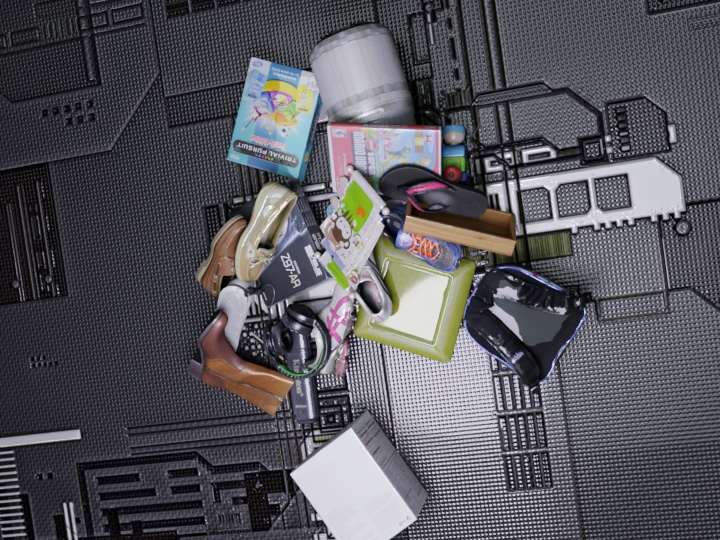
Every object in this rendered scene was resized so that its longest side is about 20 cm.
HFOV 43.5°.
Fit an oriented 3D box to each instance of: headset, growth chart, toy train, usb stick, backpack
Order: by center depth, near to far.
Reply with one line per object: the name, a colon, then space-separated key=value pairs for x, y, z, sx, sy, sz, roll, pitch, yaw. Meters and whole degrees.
growth chart: x=-0.019 y=-0.071 z=1.599 sx=0.145 sy=0.018 sz=0.202 roll=42 pitch=121 yaw=33
backpack: x=0.282 y=0.080 z=1.603 sx=0.189 sy=0.154 sz=0.201 roll=32 pitch=93 yaw=1
toy train: x=0.102 y=-0.206 z=1.666 sx=0.197 sy=0.085 sz=0.118 roll=-1 pitch=82 yaw=14
headset: x=-0.141 y=0.109 z=1.677 sx=0.123 sy=0.094 sz=0.201 roll=-40 pitch=77 yaw=16
usb stick: x=-0.116 y=0.197 z=1.759 sx=0.055 sy=0.033 sz=0.203 roll=-7 pitch=92 yaw=12

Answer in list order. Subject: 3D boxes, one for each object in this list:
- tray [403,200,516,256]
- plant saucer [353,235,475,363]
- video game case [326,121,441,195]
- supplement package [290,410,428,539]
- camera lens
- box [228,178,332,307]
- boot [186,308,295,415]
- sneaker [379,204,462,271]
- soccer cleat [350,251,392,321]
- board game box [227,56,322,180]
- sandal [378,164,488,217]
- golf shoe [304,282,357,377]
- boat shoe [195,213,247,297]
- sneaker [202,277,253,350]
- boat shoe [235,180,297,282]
tray: x=0.178 y=-0.086 z=1.621 sx=0.197 sy=0.099 sz=0.037 roll=12 pitch=124 yaw=0
plant saucer: x=0.097 y=0.056 z=1.695 sx=0.197 sy=0.048 sz=0.203 roll=16 pitch=97 yaw=11
video game case: x=0.044 y=-0.193 z=1.583 sx=0.197 sy=0.018 sz=0.144 roll=3 pitch=132 yaw=9
supplement package: x=0.001 y=0.399 z=1.685 sx=0.151 sy=0.151 sz=0.201 roll=-38 pitch=85 yaw=13
camera lens: x=0.004 y=-0.334 z=1.635 sx=0.158 sy=0.160 sz=0.203 roll=-18 pitch=89 yaw=13
box: x=-0.149 y=-0.051 z=1.725 sx=0.159 sy=0.043 sz=0.202 roll=-23 pitch=88 yaw=30
boot: x=-0.219 y=0.180 z=1.719 sx=0.198 sy=0.069 sz=0.190 roll=26 pitch=122 yaw=-1
sneaker: x=0.100 y=-0.053 z=1.641 sx=0.199 sy=0.078 sz=0.076 roll=30 pitch=117 yaw=33
soccer cleat: x=0.000 y=0.000 z=1.646 sx=0.068 sy=0.085 sz=0.202 roll=-26 pitch=84 yaw=8
board game box: x=-0.159 y=-0.291 z=1.732 sx=0.149 sy=0.047 sz=0.203 roll=16 pitch=97 yaw=11
sandal: x=0.128 y=-0.131 z=1.577 sx=0.197 sy=0.045 sz=0.076 roll=15 pitch=134 yaw=-2
golf shoe: x=-0.055 y=0.100 z=1.713 sx=0.091 sy=0.073 sz=0.203 roll=10 pitch=95 yaw=1
boat shoe: x=-0.250 y=-0.026 z=1.729 sx=0.068 sy=0.072 sz=0.201 roll=47 pitch=137 yaw=12
sneaker: x=-0.256 y=0.097 z=1.769 sx=0.076 sy=0.081 sz=0.201 roll=28 pitch=119 yaw=-4
boat shoe: x=-0.174 y=-0.063 z=1.671 sx=0.063 sy=0.073 sz=0.203 roll=30 pitch=105 yaw=25
